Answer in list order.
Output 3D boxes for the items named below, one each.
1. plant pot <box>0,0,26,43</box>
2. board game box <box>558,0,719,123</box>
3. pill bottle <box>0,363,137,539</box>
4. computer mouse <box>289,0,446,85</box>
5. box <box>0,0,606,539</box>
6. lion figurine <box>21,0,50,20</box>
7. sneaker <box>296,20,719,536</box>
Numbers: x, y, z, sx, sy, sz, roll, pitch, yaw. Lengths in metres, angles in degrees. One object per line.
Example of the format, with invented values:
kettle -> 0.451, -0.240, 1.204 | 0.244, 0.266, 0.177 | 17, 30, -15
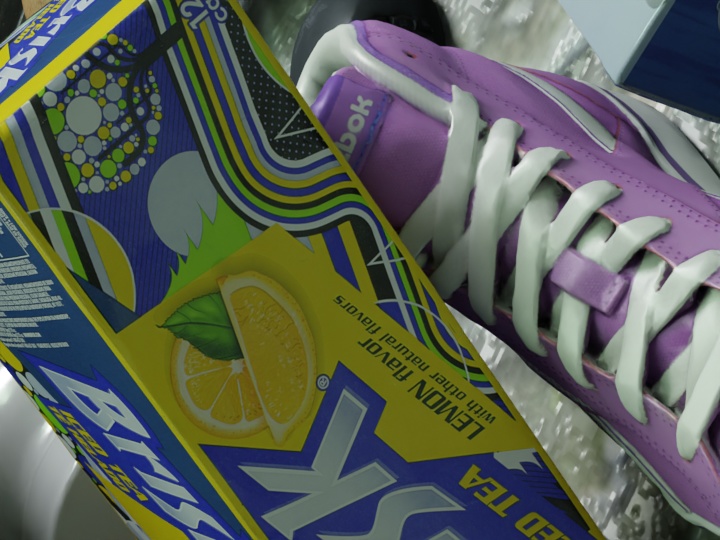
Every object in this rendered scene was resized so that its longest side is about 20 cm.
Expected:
plant pot -> -0.237, -0.134, 1.055 | 0.177, 0.199, 0.201 | -144, 73, -71
board game box -> 0.091, -0.171, 0.657 | 0.200, 0.043, 0.199 | -58, 34, 23
pill bottle -> -0.065, 0.050, 0.712 | 0.200, 0.111, 0.112 | 23, 95, 69
computer mouse -> 0.000, 0.000, 0.733 | 0.059, 0.034, 0.201 | -38, 46, 44
box -> -0.015, 0.034, 0.578 | 0.070, 0.200, 0.064 | -43, 21, -24
lion figurine -> -0.088, -0.092, 0.838 | 0.122, 0.072, 0.201 | 39, 138, 49
sneaker -> 0.043, 0.002, 0.583 | 0.200, 0.114, 0.073 | 40, 108, 57
